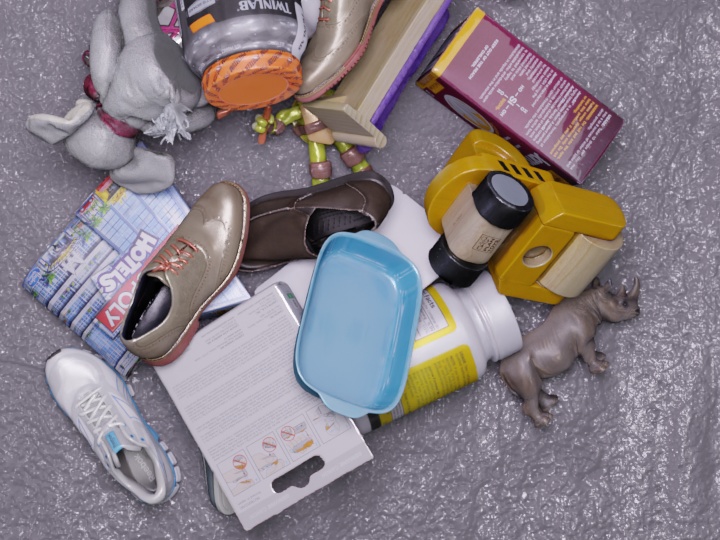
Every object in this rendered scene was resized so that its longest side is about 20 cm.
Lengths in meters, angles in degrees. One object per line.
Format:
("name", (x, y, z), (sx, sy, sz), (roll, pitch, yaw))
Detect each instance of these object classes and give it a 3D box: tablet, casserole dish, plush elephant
("tablet", (0.000, 0.000, 1.394), (0.200, 0.014, 0.130), (-39, 59, -17))
("casserole dish", (-0.006, 0.055, 1.308), (0.121, 0.039, 0.200), (22, 60, -18))
("plush elephant", (-0.234, -0.164, 1.307), (0.155, 0.200, 0.165), (-29, 132, 23))

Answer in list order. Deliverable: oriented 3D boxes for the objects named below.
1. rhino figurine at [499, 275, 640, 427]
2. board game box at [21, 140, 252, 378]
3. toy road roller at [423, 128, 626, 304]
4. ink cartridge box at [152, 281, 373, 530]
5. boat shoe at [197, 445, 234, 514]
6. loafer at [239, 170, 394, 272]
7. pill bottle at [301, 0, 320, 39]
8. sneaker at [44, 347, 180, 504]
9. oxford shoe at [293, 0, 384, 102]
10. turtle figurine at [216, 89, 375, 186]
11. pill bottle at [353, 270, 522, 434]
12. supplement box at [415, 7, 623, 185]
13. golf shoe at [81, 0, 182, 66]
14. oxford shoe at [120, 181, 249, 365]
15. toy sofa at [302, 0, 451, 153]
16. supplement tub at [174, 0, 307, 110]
("rhino figurine", (0.236, 0.074, 1.451), (0.200, 0.060, 0.087), (-42, 97, -7))
("board game box", (-0.219, 0.006, 1.382), (0.200, 0.062, 0.200), (40, 85, 4))
("toy road roller", (0.161, -0.063, 1.371), (0.200, 0.146, 0.123), (13, 132, -27))
("ink cartridge box", (-0.096, 0.136, 1.336), (0.161, 0.050, 0.200), (-32, 86, 13))
("boat shoe", (-0.148, 0.160, 1.414), (0.062, 0.073, 0.200), (6, 98, 36))
("loafer", (-0.062, -0.046, 1.377), (0.200, 0.071, 0.073), (-22, 118, 19))
("pill bottle", (-0.046, -0.314, 1.391), (0.111, 0.111, 0.200), (39, 85, -5))
("sneaker", (-0.258, 0.163, 1.378), (0.075, 0.087, 0.200), (-39, 93, -4))
("oxford shoe", (-0.024, -0.263, 1.318), (0.075, 0.070, 0.200), (38, 77, -39))
("turtle figurine", (-0.050, -0.149, 1.412), (0.200, 0.064, 0.162), (-25, 103, -21))
("pill bottle", (0.064, 0.083, 1.403), (0.200, 0.114, 0.114), (-24, 93, -6))
("supplement box", (0.169, -0.181, 1.417), (0.200, 0.110, 0.086), (36, 87, -6))
("golf shoe", (-0.194, -0.257, 1.399), (0.200, 0.073, 0.092), (-39, 111, 2))
("oxford shoe", (-0.172, -0.002, 1.301), (0.070, 0.075, 0.200), (21, 82, 20))
("toy sofa", (0.039, -0.218, 1.359), (0.098, 0.083, 0.200), (39, 76, -34))
("supplement tub", (-0.120, -0.266, 1.281), (0.122, 0.123, 0.200), (-10, 75, -7))
